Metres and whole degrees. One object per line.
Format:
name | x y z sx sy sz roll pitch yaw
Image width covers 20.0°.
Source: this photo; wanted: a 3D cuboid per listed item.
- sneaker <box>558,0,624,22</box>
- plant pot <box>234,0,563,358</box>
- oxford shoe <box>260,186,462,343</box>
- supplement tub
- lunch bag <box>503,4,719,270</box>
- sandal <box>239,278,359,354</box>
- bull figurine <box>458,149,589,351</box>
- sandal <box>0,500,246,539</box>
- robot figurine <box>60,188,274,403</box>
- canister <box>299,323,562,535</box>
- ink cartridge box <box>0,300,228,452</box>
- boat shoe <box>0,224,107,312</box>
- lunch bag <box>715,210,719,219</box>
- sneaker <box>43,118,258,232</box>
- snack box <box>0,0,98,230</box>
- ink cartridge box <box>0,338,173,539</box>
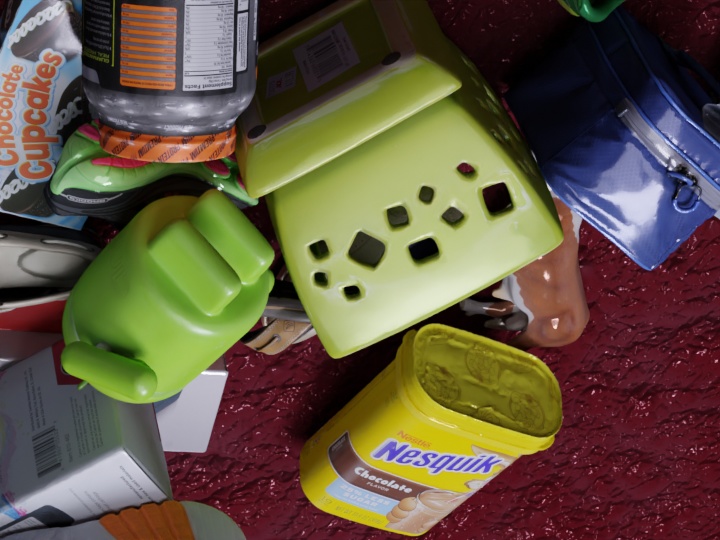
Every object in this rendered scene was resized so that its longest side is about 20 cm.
sneaker | 0.226 -0.257 1.504 0.074 0.084 0.200 30 114 -32
plant pot | 0.010 -0.090 1.508 0.199 0.200 0.182 -28 122 7
oxford shoe | 0.000 0.000 1.648 0.200 0.074 0.071 -41 127 18
supplement tub | -0.130 -0.182 1.402 0.122 0.123 0.200 -1 107 -15
lunch bag | 0.211 -0.108 1.542 0.136 0.200 0.132 37 108 -29
sandal | -0.054 0.039 1.607 0.200 0.082 0.055 1 100 8
bull figurine | 0.135 -0.006 1.688 0.121 0.065 0.200 -16 129 1
sandal | -0.186 0.225 1.535 0.206 0.079 0.059 -5 137 -3
robot figurine | -0.144 0.022 1.494 0.116 0.175 0.200 46 136 -3
canister | 0.055 0.141 1.732 0.148 0.087 0.200 19 140 -24
ink cartridge box | -0.207 0.067 1.662 0.200 0.045 0.176 4 127 -18
boat shoe | -0.289 0.001 1.566 0.200 0.063 0.071 -5 109 -13
lunch bag | 0.367 -0.097 1.643 0.200 0.127 0.170 24 113 -27
sneaker | -0.157 -0.070 1.528 0.200 0.077 0.084 4 144 -48
snack box | -0.225 -0.128 1.507 0.116 0.037 0.200 14 122 -26
ink cartridge box | -0.260 0.152 1.592 0.200 0.146 0.083 -27 134 9
